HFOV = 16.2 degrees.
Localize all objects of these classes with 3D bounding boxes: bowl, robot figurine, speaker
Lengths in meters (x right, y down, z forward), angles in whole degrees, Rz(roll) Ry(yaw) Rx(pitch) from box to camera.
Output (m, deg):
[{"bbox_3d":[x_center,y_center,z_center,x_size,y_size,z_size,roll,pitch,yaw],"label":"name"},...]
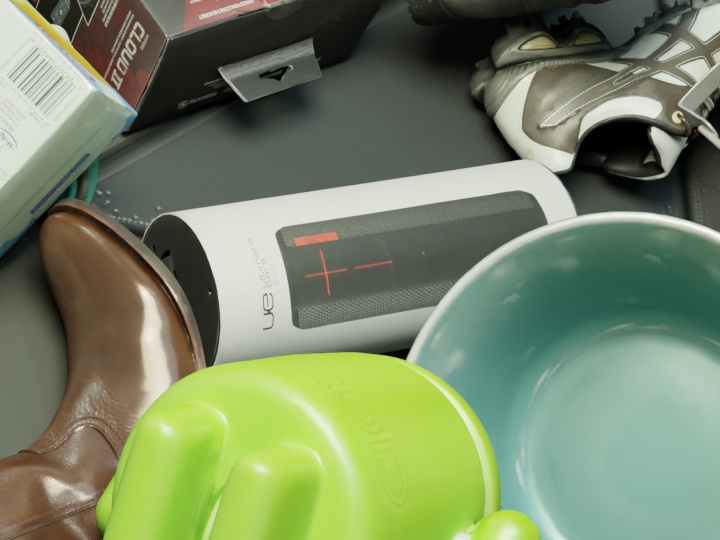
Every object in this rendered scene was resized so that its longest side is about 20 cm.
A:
[{"bbox_3d":[0.121,0.079,1.109,0.201,0.201,0.105,47,8,14],"label":"bowl"},{"bbox_3d":[-0.018,0.091,0.988,0.175,0.116,0.200,19,9,25],"label":"robot figurine"},{"bbox_3d":[0.000,0.000,1.165,0.200,0.081,0.081,-9,59,-31],"label":"speaker"}]

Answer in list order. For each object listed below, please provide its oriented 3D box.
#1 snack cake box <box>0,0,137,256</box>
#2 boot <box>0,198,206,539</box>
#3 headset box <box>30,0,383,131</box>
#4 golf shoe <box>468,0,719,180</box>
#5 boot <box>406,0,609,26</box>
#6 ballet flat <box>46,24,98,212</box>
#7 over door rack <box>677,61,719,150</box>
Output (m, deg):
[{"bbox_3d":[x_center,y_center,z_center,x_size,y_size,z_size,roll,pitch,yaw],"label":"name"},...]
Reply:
[{"bbox_3d":[-0.211,-0.100,1.113,0.115,0.067,0.200,-45,78,4],"label":"snack cake box"},{"bbox_3d":[-0.152,0.074,1.050,0.200,0.064,0.186,-24,70,-32],"label":"boot"},{"bbox_3d":[-0.090,-0.167,1.252,0.149,0.077,0.200,-23,68,-36],"label":"headset box"},{"bbox_3d":[0.158,-0.088,1.316,0.200,0.078,0.095,-12,64,-20],"label":"golf shoe"},{"bbox_3d":[0.121,-0.162,1.292,0.200,0.132,0.070,-36,119,-54],"label":"boot"},{"bbox_3d":[-0.175,-0.112,1.181,0.200,0.067,0.070,47,36,11],"label":"ballet flat"},{"bbox_3d":[0.210,0.019,1.199,0.067,0.148,0.200,-29,46,3],"label":"over door rack"}]
